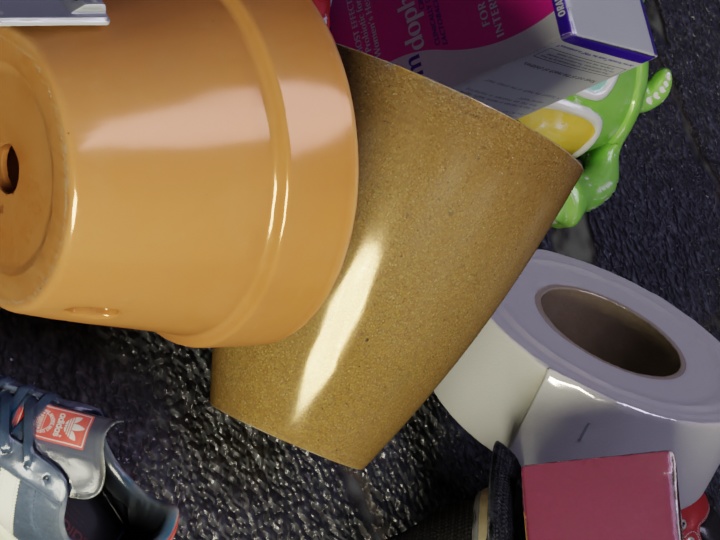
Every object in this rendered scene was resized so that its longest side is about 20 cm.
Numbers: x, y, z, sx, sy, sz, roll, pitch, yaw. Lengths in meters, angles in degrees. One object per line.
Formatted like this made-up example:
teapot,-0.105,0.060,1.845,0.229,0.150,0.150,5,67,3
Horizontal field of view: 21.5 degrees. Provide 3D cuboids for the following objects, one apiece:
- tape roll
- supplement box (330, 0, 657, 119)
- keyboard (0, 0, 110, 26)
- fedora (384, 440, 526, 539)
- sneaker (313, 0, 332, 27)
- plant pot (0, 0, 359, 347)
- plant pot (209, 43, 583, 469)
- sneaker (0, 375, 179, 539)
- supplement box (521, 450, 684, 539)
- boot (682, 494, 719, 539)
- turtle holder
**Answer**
tape roll,0.145,0.066,1.205,0.202,0.071,0.203,21,24,-10
supplement box,0.069,-0.150,1.203,0.103,0.200,0.102,4,68,-51
keyboard,-0.182,-0.163,0.923,0.056,0.011,0.200,-10,36,-26
fedora,0.051,0.192,1.067,0.201,0.091,0.202,-6,90,-81
sneaker,-0.054,-0.160,1.111,0.200,0.071,0.113,57,29,-66
plant pot,-0.114,-0.055,0.931,0.140,0.200,0.201,-7,77,-38
plant pot,0.000,0.000,1.039,0.186,0.186,0.201,25,86,-44
sneaker,-0.162,0.074,0.874,0.200,0.084,0.075,44,42,-30
supplement box,0.146,0.185,1.088,0.200,0.085,0.111,65,21,-66
boot,0.196,0.166,1.320,0.200,0.072,0.145,-14,85,-58
turtle holder,0.125,-0.133,1.345,0.131,0.141,0.186,-6,109,-41
